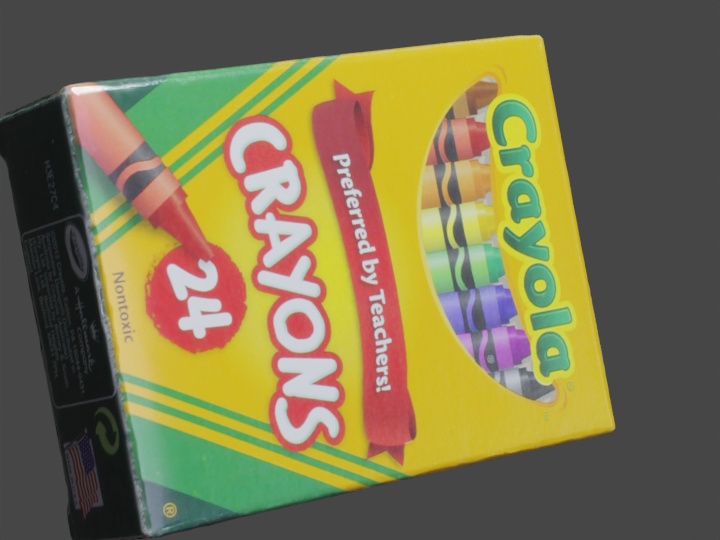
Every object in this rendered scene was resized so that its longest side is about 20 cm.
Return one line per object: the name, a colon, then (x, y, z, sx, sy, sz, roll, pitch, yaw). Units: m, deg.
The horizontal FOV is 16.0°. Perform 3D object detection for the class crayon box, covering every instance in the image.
crayon box: (0.000, 0.000, 0.765, 0.199, 0.051, 0.128, -10, 88, -33)
